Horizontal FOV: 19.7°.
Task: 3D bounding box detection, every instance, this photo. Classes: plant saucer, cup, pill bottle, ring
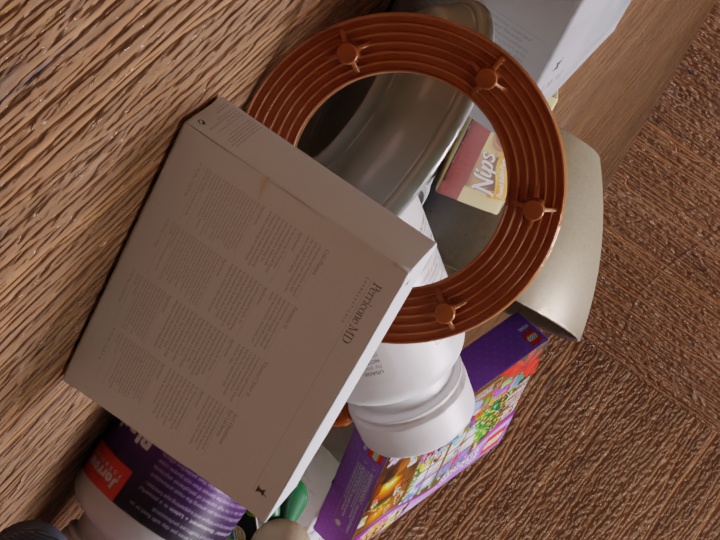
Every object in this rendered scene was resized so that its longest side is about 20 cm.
[{"bbox_3d":[0.005,-0.097,1.318,0.200,0.050,0.201,-47,-158,26],"label":"plant saucer"},{"bbox_3d":[0.119,-0.050,1.680,0.144,0.199,0.200,-63,172,-4],"label":"cup"},{"bbox_3d":[0.011,0.029,1.453,0.114,0.114,0.201,-49,132,-34],"label":"pill bottle"},{"bbox_3d":[0.022,-0.051,1.222,0.201,0.200,0.019,-57,-177,16],"label":"ring"},{"bbox_3d":[-0.125,0.135,1.415,0.201,0.111,0.111,-56,172,2],"label":"pill bottle"}]

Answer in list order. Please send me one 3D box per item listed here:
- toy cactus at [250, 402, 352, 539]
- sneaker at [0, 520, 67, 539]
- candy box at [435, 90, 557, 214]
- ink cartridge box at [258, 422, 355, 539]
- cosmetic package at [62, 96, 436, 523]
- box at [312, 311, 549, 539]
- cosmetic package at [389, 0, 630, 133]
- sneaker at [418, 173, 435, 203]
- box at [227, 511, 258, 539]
[{"bbox_3d":[-0.046,0.180,1.504,0.165,0.101,0.201,-86,165,-57],"label":"toy cactus"},{"bbox_3d":[-0.240,0.226,1.334,0.201,0.070,0.082,-56,-171,23],"label":"sneaker"},{"bbox_3d":[0.108,-0.151,1.573,0.201,0.055,0.116,-81,-167,-51],"label":"candy box"},{"bbox_3d":[-0.032,0.178,1.706,0.116,0.067,0.201,-28,155,-44],"label":"ink cartridge box"},{"bbox_3d":[-0.067,0.025,1.186,0.201,0.150,0.052,-60,170,32],"label":"cosmetic package"},{"bbox_3d":[0.057,0.129,1.636,0.200,0.039,0.137,-32,155,-38],"label":"box"},{"bbox_3d":[0.133,-0.232,1.421,0.199,0.123,0.201,-46,166,-48],"label":"cosmetic package"},{"bbox_3d":[0.039,-0.102,1.536,0.077,0.076,0.200,-47,170,-20],"label":"sneaker"},{"bbox_3d":[-0.101,0.201,1.622,0.110,0.034,0.201,104,-22,-67],"label":"box"}]
